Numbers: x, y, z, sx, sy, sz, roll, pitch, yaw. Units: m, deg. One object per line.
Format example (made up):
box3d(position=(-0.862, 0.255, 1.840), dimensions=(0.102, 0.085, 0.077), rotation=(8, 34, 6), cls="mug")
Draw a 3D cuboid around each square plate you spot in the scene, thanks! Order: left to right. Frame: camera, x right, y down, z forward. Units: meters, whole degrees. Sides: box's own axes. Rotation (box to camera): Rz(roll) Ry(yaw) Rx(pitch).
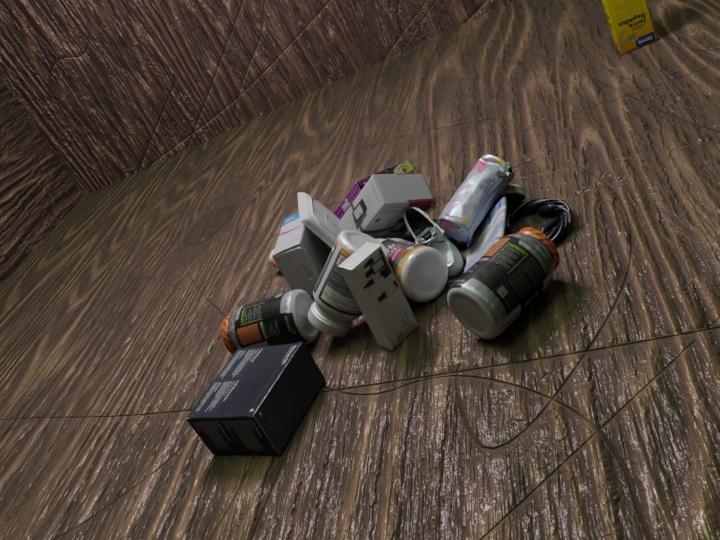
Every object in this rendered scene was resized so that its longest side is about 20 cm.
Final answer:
box3d(position=(-0.074, -0.106, 1.870), dimensions=(0.028, 0.198, 0.200), rotation=(-44, 22, 14), cls="square plate")

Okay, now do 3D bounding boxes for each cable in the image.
box3d(position=(0.364, -0.110, 1.596), dimensions=(0.162, 0.051, 0.200), rotation=(-23, 25, 18), cls="cable")

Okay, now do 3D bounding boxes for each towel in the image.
box3d(position=(0.255, -0.055, 1.547), dimensions=(0.147, 0.024, 0.200), rotation=(-59, 6, 34), cls="towel")

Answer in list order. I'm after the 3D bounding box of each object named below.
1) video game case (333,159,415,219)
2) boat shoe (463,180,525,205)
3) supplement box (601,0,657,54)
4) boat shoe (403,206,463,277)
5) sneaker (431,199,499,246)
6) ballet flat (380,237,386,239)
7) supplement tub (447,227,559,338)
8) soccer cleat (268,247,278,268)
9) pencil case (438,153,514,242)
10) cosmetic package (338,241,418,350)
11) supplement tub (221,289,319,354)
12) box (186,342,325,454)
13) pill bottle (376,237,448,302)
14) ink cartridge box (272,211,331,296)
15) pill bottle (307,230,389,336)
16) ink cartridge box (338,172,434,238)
box3d(position=(0.031, -0.200, 1.961), dimensions=(0.180, 0.036, 0.200), rotation=(-26, -11, -29), cls="video game case")
box3d(position=(0.303, -0.185, 1.744), dimensions=(0.201, 0.074, 0.065), rotation=(1, 80, 60), cls="boat shoe")
box3d(position=(0.769, -0.751, 2.175), dimensions=(0.109, 0.201, 0.109), rotation=(-19, 27, 19), cls="supplement box")
box3d(position=(0.150, -0.066, 1.640), dimensions=(0.070, 0.071, 0.201), rotation=(-40, 50, 7), cls="boat shoe")
box3d(position=(0.235, -0.095, 1.699), dimensions=(0.199, 0.073, 0.082), rotation=(-27, 42, 17), cls="sneaker")
box3d(position=(0.000, 0.000, 1.763), dimensions=(0.199, 0.068, 0.072), rotation=(-31, 45, -6), cls="ballet flat")
box3d(position=(0.263, 0.019, 1.366), dimensions=(0.200, 0.123, 0.122), rotation=(-40, 28, -22), cls="supplement tub")
box3d(position=(-0.161, -0.068, 2.055), dimensions=(0.073, 0.069, 0.200), rotation=(25, 51, 31), cls="soccer cleat")
box3d(position=(0.252, -0.155, 1.625), dimensions=(0.090, 0.083, 0.200), rotation=(22, 68, 44), cls="pencil case")
box3d(position=(0.038, 0.052, 1.461), dimensions=(0.082, 0.201, 0.051), rotation=(-39, 30, -22), cls="cosmetic package")
box3d(position=(-0.201, 0.122, 1.666), dimensions=(0.199, 0.123, 0.123), rotation=(-16, 28, 24), cls="supplement tub")
box3d(position=(-0.199, 0.248, 1.457), dimensions=(0.181, 0.105, 0.200), rotation=(-10, 32, 36), cls="box")
box3d(position=(0.088, -0.008, 1.615), dimensions=(0.116, 0.117, 0.200), rotation=(-38, 27, -19), cls="pill bottle")
box3d(position=(-0.140, -0.041, 1.873), dimensions=(0.084, 0.145, 0.200), rotation=(-22, 26, 15), cls="ink cartridge box")
box3d(position=(-0.029, 0.028, 1.557), dimensions=(0.117, 0.116, 0.201), rotation=(-99, 32, -63), cls="pill bottle")
box3d(position=(0.057, -0.136, 1.760), dimensions=(0.144, 0.084, 0.200), rotation=(-8, -26, -32), cls="ink cartridge box")
